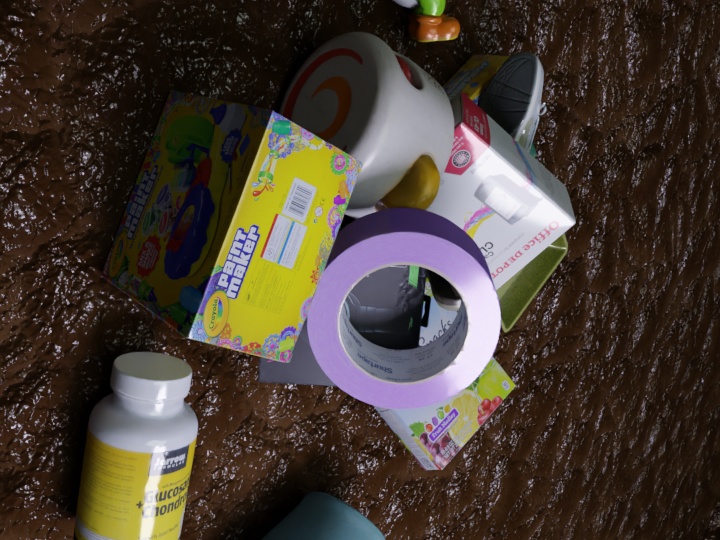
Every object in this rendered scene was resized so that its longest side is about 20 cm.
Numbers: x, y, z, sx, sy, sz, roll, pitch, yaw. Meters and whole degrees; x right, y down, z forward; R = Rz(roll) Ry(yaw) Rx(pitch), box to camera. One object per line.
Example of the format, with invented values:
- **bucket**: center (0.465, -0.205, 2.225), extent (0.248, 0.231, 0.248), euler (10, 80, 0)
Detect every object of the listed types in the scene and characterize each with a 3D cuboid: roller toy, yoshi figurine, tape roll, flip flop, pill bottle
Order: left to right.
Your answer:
- **pill bottle**: center (-0.230, 0.196, 0.736), extent (0.110, 0.111, 0.205), euler (2, 104, -43)
- **roller toy**: center (0.009, -0.152, 0.783), extent (0.138, 0.197, 0.187), euler (19, 79, -44)
- **tape roll**: center (0.043, 0.042, 0.733), extent (0.195, 0.066, 0.204), euler (1, 116, 2)
- **yoshi figurine**: center (0.093, -0.388, 0.846), extent (0.112, 0.110, 0.204), euler (-38, 127, -46)
- **flip flop**: center (0.131, 0.005, 0.975), extent (0.079, 0.201, 0.059), euler (-15, 118, 10)

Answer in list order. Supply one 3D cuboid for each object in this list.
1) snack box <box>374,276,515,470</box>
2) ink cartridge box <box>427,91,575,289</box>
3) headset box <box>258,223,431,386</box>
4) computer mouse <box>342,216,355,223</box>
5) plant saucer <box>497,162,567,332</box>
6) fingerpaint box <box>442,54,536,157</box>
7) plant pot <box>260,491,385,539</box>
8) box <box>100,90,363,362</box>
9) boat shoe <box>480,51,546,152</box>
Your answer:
- **snack box**: center (0.091, 0.142, 0.979), extent (0.168, 0.068, 0.201), euler (-41, 90, -25)
- **ink cartridge box**: center (0.144, -0.093, 0.871), extent (0.198, 0.086, 0.147), euler (35, 123, -19)
- **headset box**: center (-0.016, 0.040, 0.828), extent (0.195, 0.093, 0.178), euler (5, 105, -6)
- **computer mouse**: center (0.000, 0.000, 0.896), extent (0.034, 0.058, 0.204), euler (-33, 114, -47)
- **plant saucer**: center (0.246, -0.039, 1.144), extent (0.201, 0.047, 0.201), euler (-48, 131, -19)
- **fingerpaint box**: center (0.150, -0.171, 0.989), extent (0.200, 0.073, 0.168), euler (-46, 130, -22)
- **plant pot**: center (-0.064, 0.408, 0.926), extent (0.189, 0.197, 0.202), euler (-56, 135, -33)
- **box**: center (-0.130, -0.047, 0.688), extent (0.121, 0.191, 0.204), euler (21, 90, -44)
- **boat shoe**: center (0.198, -0.181, 0.932), extent (0.064, 0.074, 0.207), euler (-9, 115, -47)
